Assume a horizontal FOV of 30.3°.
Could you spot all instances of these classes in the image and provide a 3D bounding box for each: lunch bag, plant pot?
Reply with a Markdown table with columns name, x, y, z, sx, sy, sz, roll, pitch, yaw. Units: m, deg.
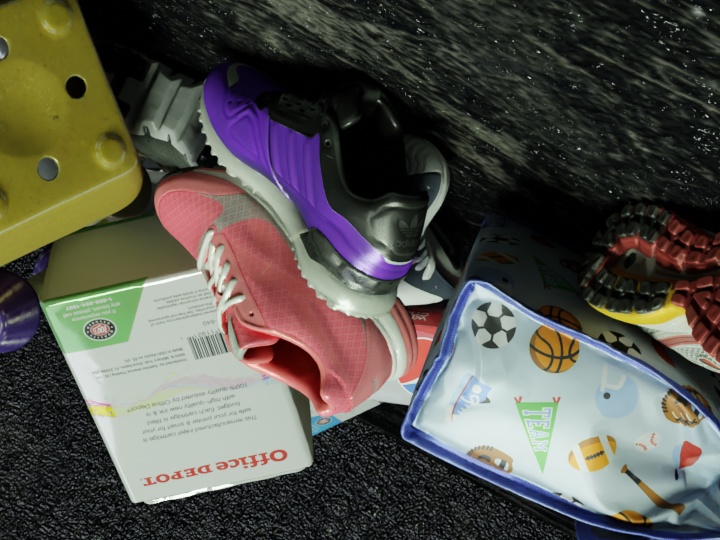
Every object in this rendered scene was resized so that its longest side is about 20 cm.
| name | x | y | z | sx | sy | sz | roll | pitch | yaw |
| --- | --- | --- | --- | --- | --- | --- | --- | --- | --- |
| lunch bag | 0.137 | 0.070 | 0.772 | 0.198 | 0.125 | 0.170 | 23 | -160 | 2 |
| plant pot | -0.244 | -0.088 | 0.822 | 0.199 | 0.193 | 0.197 | 1 | 115 | 54 |

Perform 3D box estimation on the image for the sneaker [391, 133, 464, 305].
| name | x | y | z | sx | sy | sz | roll | pitch | yaw |
| --- | --- | --- | --- | --- | --- | --- | --- | --- | --- |
| sneaker | 0.031 | -0.028 | 0.870 | 0.128 | 0.080 | 0.199 | -6 | 153 | -33 |

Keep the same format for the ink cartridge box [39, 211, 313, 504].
| name | x | y | z | sx | sy | sz | roll | pitch | yaw |
| --- | --- | --- | --- | --- | --- | --- | --- | --- | --- |
| ink cartridge box | -0.126 | 0.061 | 0.966 | 0.143 | 0.084 | 0.202 | -12 | 127 | 5 |

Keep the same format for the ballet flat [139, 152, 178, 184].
| name | x | y | z | sx | sy | sz | roll | pitch | yaw |
| --- | --- | --- | --- | --- | --- | --- | --- | --- | --- |
| ballet flat | -0.194 | -0.109 | 1.086 | 0.199 | 0.070 | 0.069 | 20 | 167 | 41 |

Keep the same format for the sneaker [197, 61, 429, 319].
| name | x | y | z | sx | sy | sz | roll | pitch | yaw |
| --- | --- | --- | --- | --- | --- | --- | --- | --- | --- |
| sneaker | -0.020 | -0.075 | 0.770 | 0.069 | 0.100 | 0.201 | -7 | -133 | -40 |

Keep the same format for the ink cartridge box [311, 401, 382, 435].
| name | x | y | z | sx | sy | sz | roll | pitch | yaw |
| --- | --- | --- | --- | --- | --- | --- | --- | --- | --- |
| ink cartridge box | 0.006 | 0.077 | 1.275 | 0.116 | 0.198 | 0.067 | 45 | -159 | -59 |

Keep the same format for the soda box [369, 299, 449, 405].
| name | x | y | z | sx | sy | sz | roll | pitch | yaw |
| --- | --- | --- | --- | --- | --- | --- | --- | --- | --- |
| soda box | 0.083 | 0.057 | 0.922 | 0.198 | 0.064 | 0.070 | 6 | -158 | 18 |

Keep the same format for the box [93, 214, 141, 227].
| name | x | y | z | sx | sy | sz | roll | pitch | yaw |
| --- | --- | --- | --- | --- | --- | --- | --- | --- | --- |
| box | -0.134 | 0.020 | 1.113 | 0.199 | 0.050 | 0.075 | 36 | 168 | -28 |

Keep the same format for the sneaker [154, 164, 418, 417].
| name | x | y | z | sx | sy | sz | roll | pitch | yaw |
| --- | --- | --- | --- | --- | --- | --- | --- | --- | --- |
| sneaker | -0.061 | 0.010 | 0.804 | 0.199 | 0.087 | 0.074 | 37 | 141 | 15 |

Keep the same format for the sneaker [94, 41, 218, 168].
| name | x | y | z | sx | sy | sz | roll | pitch | yaw |
| --- | --- | --- | --- | --- | --- | --- | --- | --- | --- |
| sneaker | -0.108 | -0.095 | 0.932 | 0.198 | 0.067 | 0.090 | 26 | 177 | 14 |

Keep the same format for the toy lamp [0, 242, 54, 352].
| name | x | y | z | sx | sy | sz | roll | pitch | yaw |
| --- | --- | --- | --- | --- | --- | --- | --- | --- | --- |
| toy lamp | -0.238 | 0.018 | 0.946 | 0.058 | 0.059 | 0.200 | 29 | -172 | -2 |

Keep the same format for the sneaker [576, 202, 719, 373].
| name | x | y | z | sx | sy | sz | roll | pitch | yaw |
| --- | --- | --- | --- | --- | --- | --- | --- | --- | --- |
| sneaker | 0.196 | 0.018 | 0.649 | 0.082 | 0.078 | 0.200 | 29 | -179 | -29 |

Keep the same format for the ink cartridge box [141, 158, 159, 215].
| name | x | y | z | sx | sy | sz | roll | pitch | yaw |
| --- | --- | --- | --- | --- | --- | --- | --- | --- | --- |
| ink cartridge box | -0.093 | -0.026 | 1.164 | 0.199 | 0.085 | 0.145 | 35 | 167 | -32 |

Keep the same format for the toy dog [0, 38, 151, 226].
| name | x | y | z | sx | sy | sz | roll | pitch | yaw |
| --- | --- | --- | --- | --- | --- | --- | --- | --- | --- |
| toy dog | -0.252 | -0.099 | 1.011 | 0.200 | 0.096 | 0.132 | 48 | 153 | 1 |
